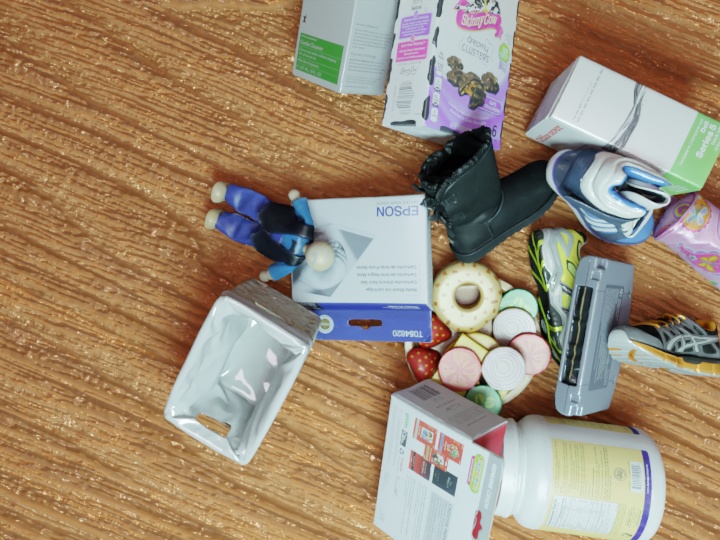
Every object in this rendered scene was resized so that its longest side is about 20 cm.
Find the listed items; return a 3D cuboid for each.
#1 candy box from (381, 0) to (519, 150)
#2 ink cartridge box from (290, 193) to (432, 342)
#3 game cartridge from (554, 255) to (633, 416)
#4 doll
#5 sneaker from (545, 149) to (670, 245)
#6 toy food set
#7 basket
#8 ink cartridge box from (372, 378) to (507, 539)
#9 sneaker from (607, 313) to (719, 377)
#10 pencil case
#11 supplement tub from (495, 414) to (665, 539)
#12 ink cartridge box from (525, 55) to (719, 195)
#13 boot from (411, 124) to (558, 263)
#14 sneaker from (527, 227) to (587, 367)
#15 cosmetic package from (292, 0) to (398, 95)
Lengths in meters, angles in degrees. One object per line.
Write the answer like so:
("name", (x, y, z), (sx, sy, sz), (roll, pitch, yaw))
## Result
("candy box", (0.118, -0.267, 0.789), (0.071, 0.167, 0.203), (11, 96, 44))
("ink cartridge box", (0.000, 0.000, 0.856), (0.197, 0.041, 0.203), (-1, 93, 17))
("game cartridge", (0.311, 0.085, 0.821), (0.040, 0.132, 0.203), (12, 94, 46))
("doll", (-0.119, -0.049, 0.850), (0.198, 0.048, 0.138), (24, 105, 21))
("sneaker", (0.332, -0.077, 0.769), (0.199, 0.146, 0.081), (32, 95, -25))
("toy food set", (0.160, 0.101, 0.869), (0.197, 0.049, 0.201), (34, 95, 1))
("basket", (-0.150, 0.127, 0.836), (0.135, 0.123, 0.201), (30, 108, 2))
("ink cartridge box", (0.115, 0.273, 0.801), (0.175, 0.083, 0.203), (23, 113, 41))
("sneaker", (0.400, 0.091, 0.822), (0.198, 0.078, 0.078), (13, 81, -29))
("pencil case", (0.484, -0.022, 0.825), (0.199, 0.087, 0.088), (37, 95, 2))
("supplement tub", (0.275, 0.270, 0.823), (0.197, 0.145, 0.147), (7, 94, 4))
("ink cartridge box", (0.327, -0.176, 0.792), (0.198, 0.146, 0.085), (27, 94, 1))
("boot", (0.165, -0.114, 0.791), (0.198, 0.163, 0.073), (-39, 46, -4))
("sneaker", (0.283, 0.040, 0.845), (0.075, 0.075, 0.203), (-10, 97, -1))
("cosmetic package", (-0.011, -0.336, 0.789), (0.107, 0.084, 0.202), (31, 120, 39))
